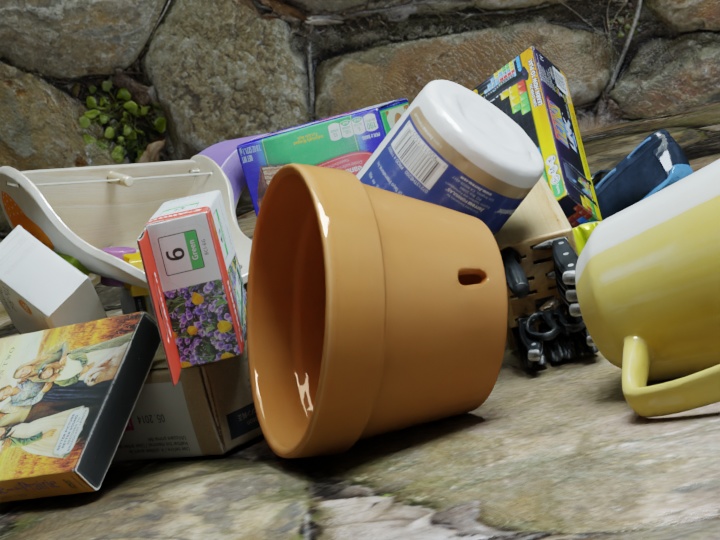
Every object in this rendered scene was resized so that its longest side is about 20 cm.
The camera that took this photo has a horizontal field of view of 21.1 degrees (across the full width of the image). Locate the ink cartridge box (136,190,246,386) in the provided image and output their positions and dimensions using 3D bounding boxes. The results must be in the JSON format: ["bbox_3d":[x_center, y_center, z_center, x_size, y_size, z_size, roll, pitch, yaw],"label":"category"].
[{"bbox_3d":[-0.117,0.009,1.395,0.050,0.109,0.200,-13,8,1],"label":"ink cartridge box"}]

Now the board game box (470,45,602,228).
[{"bbox_3d":[0.122,-0.081,1.735,0.165,0.057,0.200,-34,40,25],"label":"board game box"}]

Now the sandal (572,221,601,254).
[{"bbox_3d":[0.165,0.005,1.634,0.200,0.080,0.087,-12,3,4],"label":"sandal"}]

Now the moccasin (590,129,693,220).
[{"bbox_3d":[0.247,-0.067,1.835,0.080,0.068,0.200,2,-27,-38],"label":"moccasin"}]

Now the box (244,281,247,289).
[{"bbox_3d":[0.000,0.000,1.611,0.200,0.100,0.075,-37,4,-4],"label":"box"}]

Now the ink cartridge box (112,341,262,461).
[{"bbox_3d":[-0.133,0.091,1.517,0.200,0.075,0.165,-7,11,40],"label":"ink cartridge box"}]

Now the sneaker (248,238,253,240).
[{"bbox_3d":[-0.065,0.020,1.792,0.200,0.114,0.075,-14,7,-4],"label":"sneaker"}]

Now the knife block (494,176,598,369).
[{"bbox_3d":[0.131,-0.016,1.478,0.064,0.200,0.176,-13,-23,-1],"label":"knife block"}]

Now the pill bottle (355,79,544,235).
[{"bbox_3d":[0.038,-0.035,1.455,0.200,0.111,0.111,-52,-9,22],"label":"pill bottle"}]

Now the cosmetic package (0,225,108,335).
[{"bbox_3d":[-0.246,0.049,1.595,0.051,0.083,0.200,-49,-24,-19],"label":"cosmetic package"}]

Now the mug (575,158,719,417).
[{"bbox_3d":[0.218,0.006,1.255,0.153,0.150,0.187,-19,-3,30],"label":"mug"}]

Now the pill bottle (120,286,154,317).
[{"bbox_3d":[-0.103,0.042,1.697,0.200,0.112,0.112,-14,7,-3],"label":"pill bottle"}]

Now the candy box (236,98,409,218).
[{"bbox_3d":[-0.012,-0.050,1.884,0.169,0.200,0.077,-13,8,31],"label":"candy box"}]

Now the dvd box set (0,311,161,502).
[{"bbox_3d":[-0.249,0.107,1.451,0.200,0.029,0.146,-10,46,37],"label":"dvd box set"}]

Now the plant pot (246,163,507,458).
[{"bbox_3d":[0.013,0.030,1.330,0.140,0.200,0.200,2,2,-18],"label":"plant pot"}]

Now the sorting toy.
[{"bbox_3d":[-0.175,-0.021,1.598,0.200,0.107,0.180,-6,21,-38],"label":"sorting toy"}]

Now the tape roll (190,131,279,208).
[{"bbox_3d":[-0.097,-0.040,1.989,0.200,0.200,0.085,-18,9,-34],"label":"tape roll"}]
